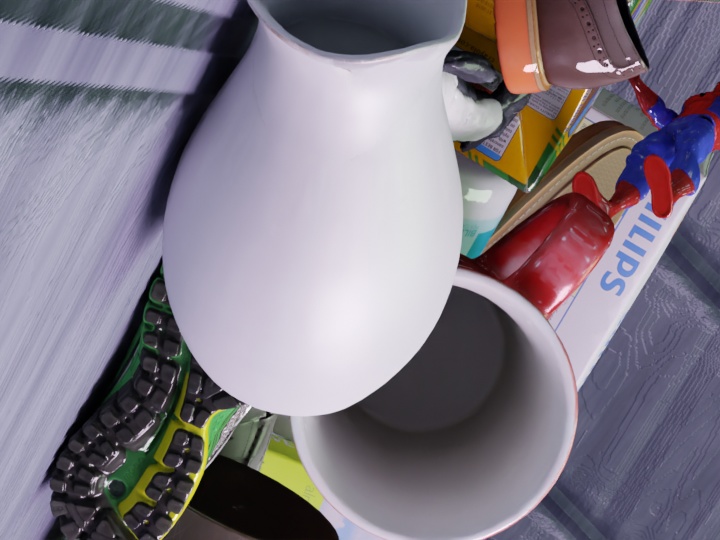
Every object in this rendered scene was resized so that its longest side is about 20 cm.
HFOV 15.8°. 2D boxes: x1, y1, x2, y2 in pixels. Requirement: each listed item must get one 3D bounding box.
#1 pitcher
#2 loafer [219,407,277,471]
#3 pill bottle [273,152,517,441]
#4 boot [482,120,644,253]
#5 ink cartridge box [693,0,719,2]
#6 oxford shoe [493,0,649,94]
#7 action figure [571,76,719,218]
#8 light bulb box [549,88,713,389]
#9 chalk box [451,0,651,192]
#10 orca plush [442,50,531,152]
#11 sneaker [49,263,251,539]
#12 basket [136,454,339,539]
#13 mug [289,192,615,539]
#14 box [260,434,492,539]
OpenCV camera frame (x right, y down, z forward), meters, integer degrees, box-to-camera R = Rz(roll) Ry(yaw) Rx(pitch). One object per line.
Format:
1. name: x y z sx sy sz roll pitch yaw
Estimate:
1. pitcher: -0.004 -0.054 1.053 0.172 0.121 0.200 -54 162 -48
2. loafer: -0.074 0.064 1.370 0.200 0.070 0.070 -68 169 10
3. pill bottle: 0.000 0.000 1.458 0.200 0.111 0.111 -62 175 25
4. boot: 0.066 -0.057 1.529 0.200 0.155 0.074 -42 140 20
5. ink cartridge box: 0.170 -0.203 1.504 0.161 0.200 0.050 -61 142 -27
6. oxford shoe: 0.097 -0.181 1.164 0.071 0.072 0.201 -39 126 -71
7. action figure: 0.172 -0.096 1.427 0.200 0.065 0.099 -32 109 -60
8. light bulb box: 0.092 -0.037 1.663 0.199 0.200 0.125 -60 176 14
9. chalk box: 0.088 -0.151 1.367 0.124 0.125 0.200 -62 174 27
10. orca plush: 0.018 -0.103 1.198 0.105 0.071 0.200 -25 167 39
11. sneaker: -0.075 0.037 1.205 0.200 0.078 0.085 -52 -175 15
12. basket: -0.101 0.202 1.317 0.136 0.180 0.200 6 113 -59
13. mug: 0.053 0.045 1.297 0.177 0.134 0.200 -19 -174 1
14. box: -0.037 0.163 1.464 0.122 0.200 0.048 -65 -166 9
